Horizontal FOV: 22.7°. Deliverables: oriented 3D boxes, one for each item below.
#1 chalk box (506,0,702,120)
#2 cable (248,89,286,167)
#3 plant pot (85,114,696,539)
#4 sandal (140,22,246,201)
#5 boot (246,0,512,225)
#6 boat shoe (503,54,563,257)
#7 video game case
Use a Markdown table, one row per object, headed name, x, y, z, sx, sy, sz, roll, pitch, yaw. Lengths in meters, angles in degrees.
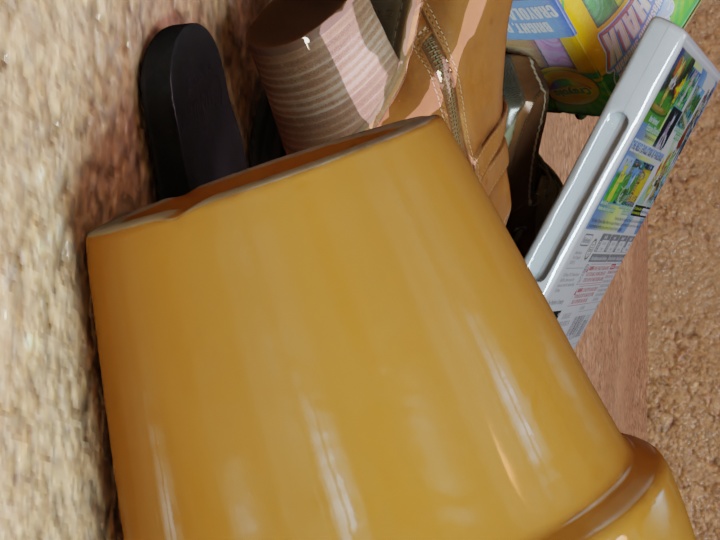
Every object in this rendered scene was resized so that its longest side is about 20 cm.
| name | x | y | z | sx | sy | sz | roll | pitch | yaw |
| --- | --- | --- | --- | --- | --- | --- | --- | --- | --- |
| chalk box | 0.101 | -0.164 | 0.946 | 0.125 | 0.123 | 0.200 | -57 | 133 | -20 |
| cable | -0.029 | -0.127 | 0.797 | 0.097 | 0.050 | 0.202 | -17 | 117 | -73 |
| plant pot | -0.005 | 0.054 | 0.597 | 0.200 | 0.199 | 0.185 | -40 | 112 | -72 |
| sandal | -0.044 | 0.003 | 0.691 | 0.075 | 0.045 | 0.201 | -67 | 152 | -59 |
| boot | 0.048 | -0.088 | 0.786 | 0.200 | 0.076 | 0.156 | -49 | 130 | -29 |
| boat shoe | 0.073 | -0.041 | 0.982 | 0.201 | 0.073 | 0.076 | 107 | -27 | -52 |
| video game case | 0.128 | -0.035 | 0.931 | 0.183 | 0.022 | 0.200 | -62 | 166 | 8 |
